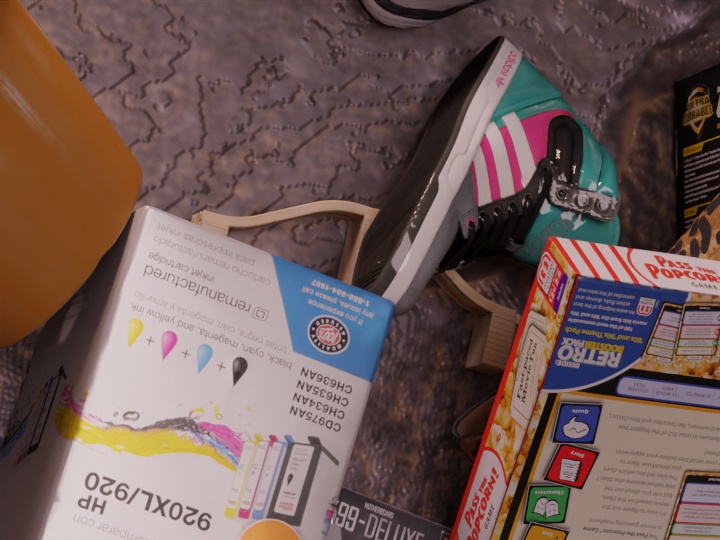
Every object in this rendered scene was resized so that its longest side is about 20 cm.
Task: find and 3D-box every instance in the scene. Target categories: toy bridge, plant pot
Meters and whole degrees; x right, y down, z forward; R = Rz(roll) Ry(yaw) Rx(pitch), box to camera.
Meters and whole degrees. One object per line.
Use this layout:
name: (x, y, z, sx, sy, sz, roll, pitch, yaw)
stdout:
toy bridge: (0.000, 0.000, 1.599, 0.199, 0.027, 0.068, 17, 76, -19)
plant pot: (-0.214, -0.064, 1.445, 0.183, 0.200, 0.201, 41, 71, -21)

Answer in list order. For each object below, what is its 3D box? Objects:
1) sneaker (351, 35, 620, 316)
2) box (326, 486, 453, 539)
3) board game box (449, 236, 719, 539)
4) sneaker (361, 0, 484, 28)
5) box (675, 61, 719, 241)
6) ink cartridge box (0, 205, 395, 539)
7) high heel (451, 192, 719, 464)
sneaker: (0.078, -0.024, 1.589, 0.121, 0.084, 0.201, 38, 52, -10)
box: (0.031, 0.219, 1.571, 0.199, 0.050, 0.159, 22, 76, -17)
board game box: (0.143, 0.090, 1.526, 0.151, 0.046, 0.201, 9, 114, -21)
sneaker: (0.098, -0.199, 1.615, 0.199, 0.115, 0.075, -27, 93, -21)
box: (0.235, -0.043, 1.601, 0.049, 0.200, 0.161, 4, 81, -19)
ink cartridge box: (-0.096, 0.093, 1.488, 0.146, 0.145, 0.201, 21, 76, -17)
high heel: (0.136, 0.035, 1.583, 0.142, 0.072, 0.201, 5, 119, -24)
